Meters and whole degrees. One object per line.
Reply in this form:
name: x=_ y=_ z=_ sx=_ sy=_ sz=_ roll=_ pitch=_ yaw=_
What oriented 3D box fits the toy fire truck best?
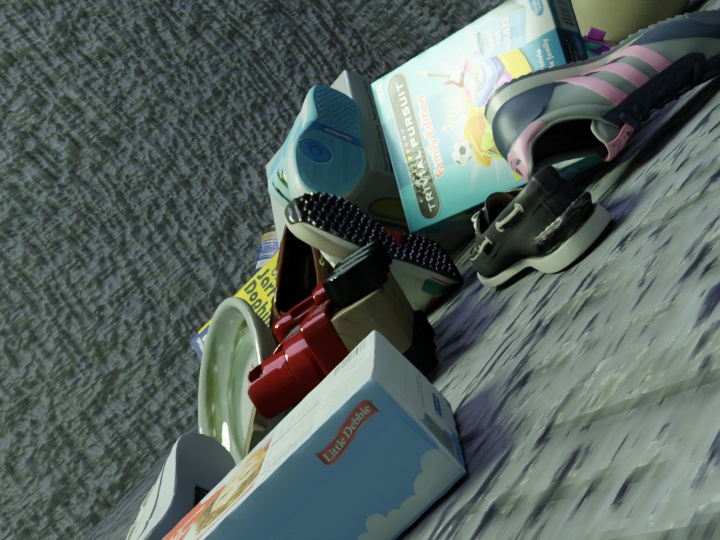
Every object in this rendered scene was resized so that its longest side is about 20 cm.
toy fire truck: x=-0.039 y=0.085 z=0.730 sx=0.199 sy=0.129 sz=0.176 roll=-31 pitch=5 yaw=6

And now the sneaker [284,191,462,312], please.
sneaker: x=0.000 y=0.000 z=0.863 sx=0.094 sy=0.199 sz=0.071 roll=-51 pitch=40 yaw=25

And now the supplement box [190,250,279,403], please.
supplement box: x=-0.071 y=0.063 z=1.010 sx=0.200 sy=0.109 sz=0.109 roll=-45 pitch=40 yaw=5

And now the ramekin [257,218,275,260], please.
ramekin: x=-0.059 y=0.003 z=1.338 sx=0.095 sy=0.202 sz=0.202 roll=-57 pitch=6 yaw=-11

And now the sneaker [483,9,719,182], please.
sneaker: x=0.196 y=-0.121 z=0.679 sx=0.199 sy=0.083 sz=0.070 roll=-21 pitch=-36 yaw=12

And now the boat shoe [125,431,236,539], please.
boat shoe: x=-0.136 y=0.201 z=0.630 sx=0.086 sy=0.074 sz=0.202 roll=-54 pitch=18 yaw=20

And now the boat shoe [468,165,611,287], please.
boat shoe: x=0.114 y=-0.032 z=0.674 sx=0.074 sy=0.060 sz=0.200 roll=-45 pitch=3 yaw=-6

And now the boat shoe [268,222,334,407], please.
boat shoe: x=-0.059 y=0.044 z=0.897 sx=0.070 sy=0.202 sz=0.070 roll=-3 pitch=-10 yaw=19

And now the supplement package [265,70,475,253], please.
supplement package: x=0.024 y=-0.101 z=1.104 sx=0.199 sy=0.148 sz=0.191 roll=10 pitch=-37 yaw=-34

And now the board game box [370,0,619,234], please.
board game box: x=0.110 y=-0.135 z=0.813 sx=0.199 sy=0.152 sz=0.047 roll=-23 pitch=-13 yaw=40

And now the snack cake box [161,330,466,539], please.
snack cake box: x=-0.040 y=0.132 z=0.488 sx=0.200 sy=0.067 sz=0.115 roll=-45 pitch=5 yaw=7

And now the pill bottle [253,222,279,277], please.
pill bottle: x=-0.089 y=0.048 z=1.171 sx=0.112 sy=0.111 sz=0.202 roll=144 pitch=138 yaw=-69

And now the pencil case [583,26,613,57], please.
pencil case: x=0.263 y=-0.238 z=1.175 sx=0.200 sy=0.084 sz=0.093 roll=-173 pitch=100 yaw=-85

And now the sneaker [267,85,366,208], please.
sneaker: x=-0.052 y=-0.090 z=0.944 sx=0.131 sy=0.079 sz=0.201 roll=-58 pitch=13 yaw=34

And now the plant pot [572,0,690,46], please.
plant pot: x=0.318 y=-0.342 z=1.160 sx=0.200 sy=0.198 sz=0.136 roll=-171 pitch=96 yaw=-86

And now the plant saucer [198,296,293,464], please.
plant saucer: x=-0.104 y=0.126 z=0.866 sx=0.050 sy=0.202 sz=0.200 roll=4 pitch=-22 yaw=-25
